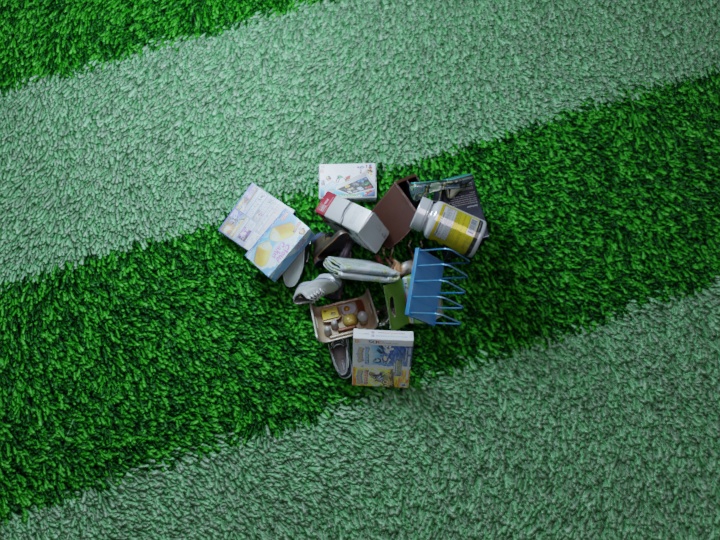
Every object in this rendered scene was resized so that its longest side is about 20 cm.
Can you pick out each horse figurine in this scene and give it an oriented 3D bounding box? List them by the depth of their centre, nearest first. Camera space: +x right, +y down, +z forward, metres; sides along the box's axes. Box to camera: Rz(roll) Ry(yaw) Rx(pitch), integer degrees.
[{"bbox_3d":[0.143,-0.027,1.678,0.196,0.050,0.135,-11,76,-2],"label":"horse figurine"}]

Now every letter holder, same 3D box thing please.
[{"bbox_3d":[0.131,-0.180,1.627,0.100,0.200,0.143,-26,77,-38],"label":"letter holder"}]

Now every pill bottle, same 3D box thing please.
[{"bbox_3d":[0.248,-0.127,1.463,0.197,0.114,0.116,25,78,3],"label":"pill bottle"}]

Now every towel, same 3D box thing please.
[{"bbox_3d":[0.000,0.000,1.554,0.196,0.171,0.049,5,100,-21],"label":"towel"}]

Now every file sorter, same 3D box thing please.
[{"bbox_3d":[0.231,0.048,1.490,0.121,0.138,0.204,-3,71,43],"label":"file sorter"}]

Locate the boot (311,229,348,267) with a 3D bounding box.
[{"bbox_3d":[-0.107,-0.098,1.635,0.074,0.200,0.098,-2,62,-36],"label":"boot"}]

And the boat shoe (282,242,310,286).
[{"bbox_3d":[-0.202,-0.040,1.678,0.074,0.060,0.204,8,78,23],"label":"boat shoe"}]

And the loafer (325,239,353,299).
[{"bbox_3d":[-0.059,-0.003,1.664,0.062,0.072,0.203,22,92,-11],"label":"loafer"}]

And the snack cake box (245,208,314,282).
[{"bbox_3d":[-0.255,-0.080,1.627,0.115,0.067,0.201,38,84,18],"label":"snack cake box"}]

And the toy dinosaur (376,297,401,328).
[{"bbox_3d":[0.108,0.101,1.614,0.077,0.102,0.203,34,66,-28],"label":"toy dinosaur"}]

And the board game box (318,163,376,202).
[{"bbox_3d":[-0.044,-0.300,1.751,0.196,0.035,0.129,-1,76,0],"label":"board game box"}]

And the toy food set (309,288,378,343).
[{"bbox_3d":[-0.053,0.134,1.600,0.196,0.061,0.145,-13,47,-6],"label":"toy food set"}]

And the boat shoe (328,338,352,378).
[{"bbox_3d":[-0.065,0.235,1.606,0.071,0.071,0.203,-18,74,-3],"label":"boat shoe"}]

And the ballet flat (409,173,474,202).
[{"bbox_3d":[0.243,-0.242,1.524,0.196,0.074,0.076,-9,77,-1],"label":"ballet flat"}]

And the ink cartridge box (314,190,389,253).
[{"bbox_3d":[-0.026,-0.152,1.622,0.198,0.147,0.084,29,81,35],"label":"ink cartridge box"}]

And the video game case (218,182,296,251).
[{"bbox_3d":[-0.344,-0.161,1.715,0.180,0.045,0.202,33,79,6],"label":"video game case"}]

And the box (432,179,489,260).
[{"bbox_3d":[0.310,-0.162,1.634,0.115,0.197,0.204,-11,77,-3],"label":"box"}]

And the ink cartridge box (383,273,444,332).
[{"bbox_3d":[0.165,0.093,1.558,0.075,0.199,0.151,-3,101,40],"label":"ink cartridge box"}]

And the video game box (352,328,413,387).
[{"bbox_3d":[0.064,0.267,1.546,0.178,0.203,0.047,3,35,3],"label":"video game box"}]

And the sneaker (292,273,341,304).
[{"bbox_3d":[-0.136,0.068,1.599,0.073,0.198,0.072,40,51,-27],"label":"sneaker"}]
